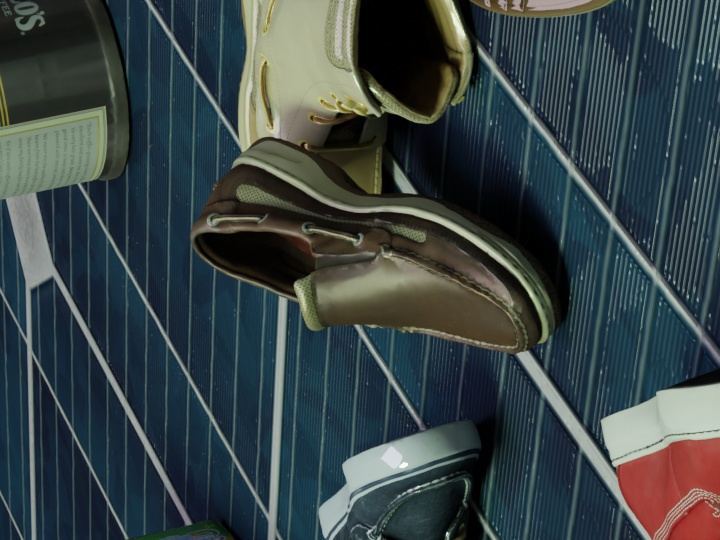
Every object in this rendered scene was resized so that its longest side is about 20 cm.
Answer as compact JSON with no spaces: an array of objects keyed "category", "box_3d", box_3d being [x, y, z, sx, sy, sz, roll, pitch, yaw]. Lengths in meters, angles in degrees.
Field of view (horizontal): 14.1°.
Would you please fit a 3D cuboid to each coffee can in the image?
[{"category":"coffee can","box_3d":[-0.271,-0.113,1.946,0.146,0.199,0.147,167,90,-70]}]

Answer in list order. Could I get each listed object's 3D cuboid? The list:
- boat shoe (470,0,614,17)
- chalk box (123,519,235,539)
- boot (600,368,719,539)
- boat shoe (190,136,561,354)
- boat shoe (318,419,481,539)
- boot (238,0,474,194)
[{"category":"boat shoe","box_3d":[0.057,-0.154,1.233,0.200,0.064,0.072,23,118,48]},{"category":"chalk box","box_3d":[-0.124,0.245,1.881,0.200,0.124,0.124,-143,44,-59]},{"category":"boot","box_3d":[0.157,0.107,1.114,0.200,0.072,0.145,128,126,-75]},{"category":"boat shoe","box_3d":[0.002,0.005,1.374,0.202,0.075,0.075,22,145,40]},{"category":"boat shoe","box_3d":[0.031,0.140,1.485,0.200,0.071,0.091,117,136,-71]},{"category":"boot","box_3d":[0.000,-0.082,1.426,0.155,0.073,0.201,-147,50,-61]}]
